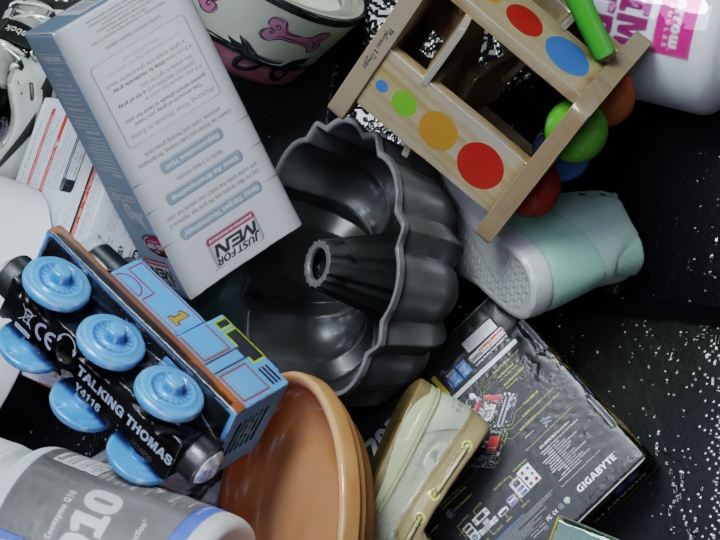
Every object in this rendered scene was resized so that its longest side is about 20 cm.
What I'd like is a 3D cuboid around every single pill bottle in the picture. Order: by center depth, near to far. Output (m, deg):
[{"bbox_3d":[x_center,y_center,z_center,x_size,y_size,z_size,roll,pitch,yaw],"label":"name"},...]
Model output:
[{"bbox_3d":[-0.176,0.180,1.287,0.198,0.114,0.115,17,84,23],"label":"pill bottle"},{"bbox_3d":[0.204,-0.170,1.362,0.198,0.113,0.114,16,83,21],"label":"pill bottle"}]

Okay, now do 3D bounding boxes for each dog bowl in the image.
[{"bbox_3d":[-0.097,-0.212,1.438,0.200,0.199,0.074,45,114,22],"label":"dog bowl"}]

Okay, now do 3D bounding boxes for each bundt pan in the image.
[{"bbox_3d":[0.000,0.000,1.377,0.201,0.075,0.204,-18,68,53],"label":"bundt pan"}]

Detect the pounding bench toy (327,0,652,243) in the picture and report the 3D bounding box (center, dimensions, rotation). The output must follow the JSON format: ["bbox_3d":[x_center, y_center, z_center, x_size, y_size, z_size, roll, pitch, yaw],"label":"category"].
[{"bbox_3d":[0.108,-0.144,1.278,0.156,0.124,0.200,40,130,4],"label":"pounding bench toy"}]

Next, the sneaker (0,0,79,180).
[{"bbox_3d":[-0.258,-0.159,1.532,0.073,0.088,0.202,8,79,22],"label":"sneaker"}]

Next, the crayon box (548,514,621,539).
[{"bbox_3d":[0.125,0.264,1.284,0.051,0.126,0.202,20,85,21],"label":"crayon box"}]

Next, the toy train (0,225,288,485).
[{"bbox_3d":[-0.146,0.054,1.298,0.200,0.114,0.087,42,128,18],"label":"toy train"}]

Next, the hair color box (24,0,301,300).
[{"bbox_3d":[-0.130,-0.093,1.343,0.099,0.060,0.201,-34,110,-22],"label":"hair color box"}]

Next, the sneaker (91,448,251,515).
[{"bbox_3d":[-0.157,0.130,1.419,0.198,0.075,0.116,-4,70,-9],"label":"sneaker"}]

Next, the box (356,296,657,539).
[{"bbox_3d":[0.078,0.140,1.370,0.200,0.049,0.160,-45,66,5],"label":"box"}]

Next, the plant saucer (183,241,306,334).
[{"bbox_3d":[-0.139,-0.008,1.482,0.199,0.039,0.203,-4,77,18],"label":"plant saucer"}]

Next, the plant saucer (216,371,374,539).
[{"bbox_3d":[-0.041,0.167,1.294,0.037,0.200,0.202,8,71,-26],"label":"plant saucer"}]

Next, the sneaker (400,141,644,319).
[{"bbox_3d":[0.112,-0.038,1.399,0.200,0.117,0.074,46,140,45],"label":"sneaker"}]

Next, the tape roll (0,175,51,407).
[{"bbox_3d":[-0.297,0.024,1.445,0.202,0.070,0.204,-37,44,46],"label":"tape roll"}]

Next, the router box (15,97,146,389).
[{"bbox_3d":[-0.208,-0.021,1.445,0.179,0.049,0.202,14,84,61],"label":"router box"}]

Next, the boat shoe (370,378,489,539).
[{"bbox_3d":[0.023,0.175,1.318,0.066,0.074,0.202,24,94,-3],"label":"boat shoe"}]
